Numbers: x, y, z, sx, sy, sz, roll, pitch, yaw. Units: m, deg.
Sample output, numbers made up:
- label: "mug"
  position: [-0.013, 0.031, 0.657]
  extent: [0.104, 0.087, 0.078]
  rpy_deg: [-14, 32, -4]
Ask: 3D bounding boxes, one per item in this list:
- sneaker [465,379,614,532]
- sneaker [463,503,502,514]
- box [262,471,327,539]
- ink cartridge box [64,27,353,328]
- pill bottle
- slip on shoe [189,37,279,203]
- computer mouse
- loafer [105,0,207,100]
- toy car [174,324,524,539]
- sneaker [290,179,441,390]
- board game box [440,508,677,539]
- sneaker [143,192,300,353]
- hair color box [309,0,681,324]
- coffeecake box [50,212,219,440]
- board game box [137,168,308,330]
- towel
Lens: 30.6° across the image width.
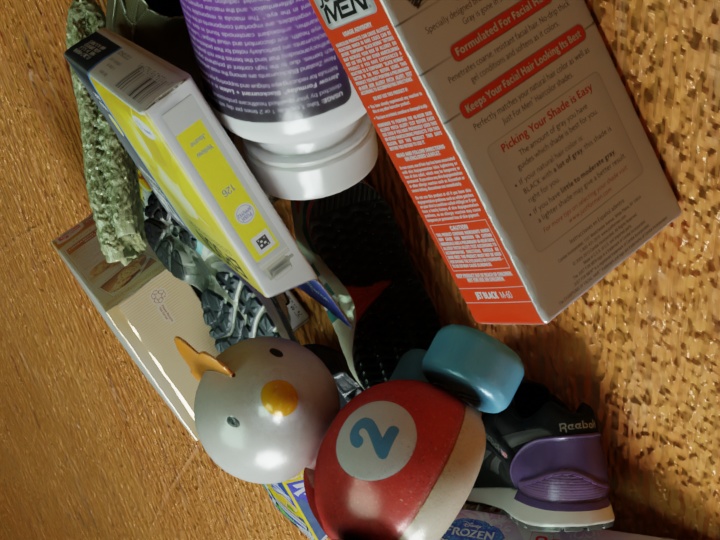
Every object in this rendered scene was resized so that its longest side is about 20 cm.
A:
- label: "sneaker"
  position: [0.109, 0.116, 0.889]
  extent: [0.200, 0.076, 0.088]
  rpy_deg: [178, 90, -68]
- label: "sneaker"
  position: [0.107, 0.201, 0.985]
  extent: [0.200, 0.074, 0.087]
  rpy_deg: [34, 138, 22]
- label: "box"
  position: [-0.057, 0.157, 1.142]
  extent: [0.064, 0.070, 0.200]
  rpy_deg: [36, 160, 33]
- label: "ink cartridge box"
  position: [-0.105, -0.055, 0.865]
  extent: [0.198, 0.047, 0.200]
  rpy_deg: [33, 156, 59]
- label: "pill bottle"
  position: [-0.045, -0.145, 0.764]
  extent: [0.111, 0.111, 0.200]
  rpy_deg: [29, 144, 40]
- label: "slip on shoe"
  position: [-0.071, -0.129, 0.885]
  extent: [0.076, 0.060, 0.200]
  rpy_deg: [-127, 22, -48]
- label: "computer mouse"
  position: [0.007, 0.094, 1.028]
  extent: [0.200, 0.034, 0.059]
  rpy_deg: [22, 149, 54]
- label: "loafer"
  position: [-0.134, -0.181, 0.908]
  extent: [0.067, 0.076, 0.200]
  rpy_deg: [40, 151, 39]
- label: "toy car"
  position: [-0.035, 0.098, 0.832]
  extent: [0.200, 0.185, 0.177]
  rpy_deg: [30, 162, -4]
- label: "sneaker"
  position: [0.000, 0.000, 0.931]
  extent: [0.093, 0.070, 0.200]
  rpy_deg: [-122, 9, -51]
- label: "board game box"
  position: [0.151, 0.253, 0.897]
  extent: [0.199, 0.041, 0.200]
  rpy_deg: [5, 130, 23]
- label: "sneaker"
  position: [-0.083, 0.006, 1.028]
  extent: [0.200, 0.086, 0.078]
  rpy_deg: [56, 139, 16]
- label: "hair color box"
  position: [0.067, -0.086, 0.653]
  extent: [0.064, 0.111, 0.200]
  rpy_deg: [-2, 119, 59]
- label: "coffeecake box"
  position: [-0.189, 0.040, 1.190]
  extent: [0.154, 0.073, 0.200]
  rpy_deg: [60, 167, -29]
- label: "board game box"
  position: [-0.132, -0.016, 1.140]
  extent: [0.200, 0.035, 0.126]
  rpy_deg: [54, 154, 1]
- label: "towel"
  position: [-0.199, -0.103, 1.031]
  extent: [0.148, 0.036, 0.201]
  rpy_deg: [161, 101, -84]
